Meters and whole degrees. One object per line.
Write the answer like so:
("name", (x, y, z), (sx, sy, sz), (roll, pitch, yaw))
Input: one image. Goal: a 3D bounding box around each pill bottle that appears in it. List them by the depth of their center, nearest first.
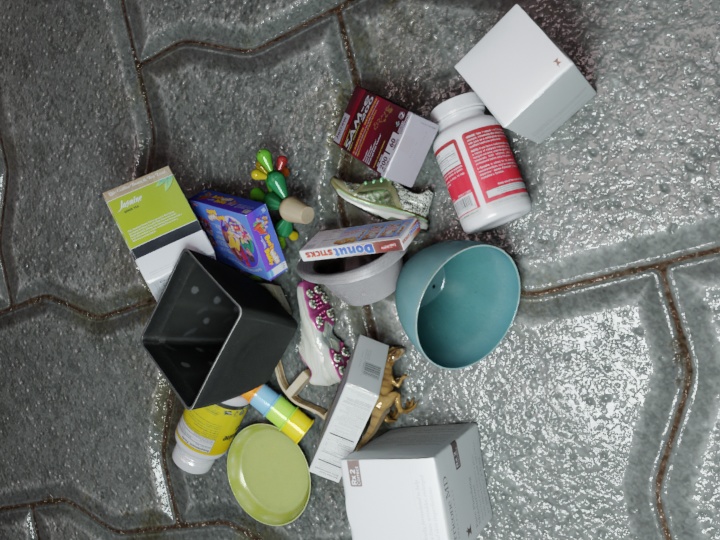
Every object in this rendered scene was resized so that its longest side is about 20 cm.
("pill bottle", (0.181, -0.168, 1.036), (0.112, 0.112, 0.201), (-22, 83, 27))
("pill bottle", (-0.298, 0.299, 1.317), (0.112, 0.112, 0.200), (35, 109, 22))

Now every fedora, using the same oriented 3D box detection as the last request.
("fedora", (0.000, 0.000, 1.136), (0.199, 0.177, 0.091), (-9, 118, 27))

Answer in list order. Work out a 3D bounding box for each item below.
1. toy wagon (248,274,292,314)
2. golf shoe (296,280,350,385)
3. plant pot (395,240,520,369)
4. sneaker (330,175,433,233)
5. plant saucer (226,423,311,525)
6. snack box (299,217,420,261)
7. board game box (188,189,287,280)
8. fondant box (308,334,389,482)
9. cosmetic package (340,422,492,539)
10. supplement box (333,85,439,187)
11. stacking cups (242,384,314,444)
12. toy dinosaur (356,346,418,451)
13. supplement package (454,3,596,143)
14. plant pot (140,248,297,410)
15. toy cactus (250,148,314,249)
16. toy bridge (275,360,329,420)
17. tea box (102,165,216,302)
("toy wagon", (-0.214, 0.112, 1.288), (0.200, 0.040, 0.155), (-44, 58, 26))
("golf shoe", (-0.087, 0.119, 1.219), (0.091, 0.075, 0.201), (-25, 80, 30))
("plant pot", (0.132, 0.037, 1.049), (0.135, 0.200, 0.201), (31, 109, 54))
("sneaker", (0.042, -0.134, 1.145), (0.200, 0.077, 0.089), (25, 91, 19))
("plant saucer", (-0.175, 0.397, 1.305), (0.199, 0.031, 0.201), (2, 95, 28))
("snack box", (-0.003, -0.050, 1.099), (0.199, 0.072, 0.024), (-5, 117, 33))
("board game box", (-0.229, -0.069, 1.230), (0.200, 0.045, 0.135), (18, 133, 44))
("fondant box", (-0.018, 0.229, 1.111), (0.058, 0.144, 0.200), (22, 119, -2))
("cosmetic package", (0.094, 0.352, 1.064), (0.165, 0.200, 0.165), (-11, 89, 28))
("supplement box", (0.036, -0.224, 1.087), (0.200, 0.061, 0.109), (45, 115, 53))
("stacking cups", (-0.181, 0.244, 1.255), (0.200, 0.061, 0.061), (38, 110, 5))
("toy dinosaur", (0.038, 0.230, 1.134), (0.060, 0.106, 0.201), (-12, 50, 45))
("supplement package", (0.241, -0.271, 0.948), (0.117, 0.200, 0.117), (-42, 75, 23))
("plant pot", (-0.234, 0.105, 1.165), (0.200, 0.177, 0.200), (40, 107, 36))
("toy cactus", (-0.139, -0.118, 1.209), (0.165, 0.102, 0.201), (24, 119, 43))
("toy bridge", (-0.115, 0.216, 1.263), (0.200, 0.027, 0.067), (48, 113, 17))
("tea box", (-0.372, -0.054, 1.268), (0.133, 0.200, 0.197), (-26, 76, -16))
